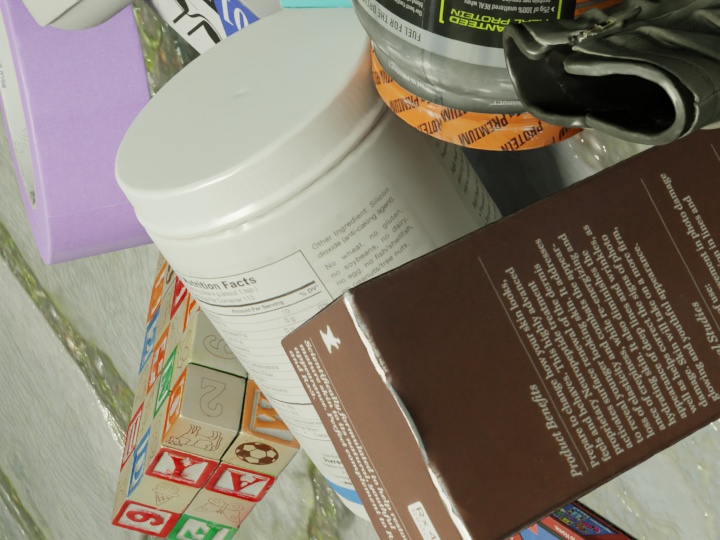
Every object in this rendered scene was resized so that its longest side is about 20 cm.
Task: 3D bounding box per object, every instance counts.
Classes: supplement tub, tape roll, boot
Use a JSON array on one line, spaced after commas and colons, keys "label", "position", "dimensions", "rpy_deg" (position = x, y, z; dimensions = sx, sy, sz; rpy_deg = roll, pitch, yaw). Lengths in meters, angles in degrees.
[{"label": "supplement tub", "position": [0.057, -0.150, 0.813], "dimensions": [0.123, 0.122, 0.201], "rpy_deg": [44, 144, 35]}, {"label": "tape roll", "position": [-0.161, -0.107, 1.221], "dimensions": [0.200, 0.065, 0.201], "rpy_deg": [168, 90, -77]}, {"label": "supplement tub", "position": [0.000, 0.000, 0.960], "dimensions": [0.132, 0.132, 0.200], "rpy_deg": [15, 144, 56]}, {"label": "boot", "position": [0.144, -0.067, 0.716], "dimensions": [0.200, 0.130, 0.068], "rpy_deg": [13, 123, 56]}]

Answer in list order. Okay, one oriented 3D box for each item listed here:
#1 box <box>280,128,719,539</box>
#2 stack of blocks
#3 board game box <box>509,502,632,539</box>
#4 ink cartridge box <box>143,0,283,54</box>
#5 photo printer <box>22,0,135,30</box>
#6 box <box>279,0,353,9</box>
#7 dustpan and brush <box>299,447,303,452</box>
[{"label": "box", "position": [0.083, 0.022, 0.815], "dimensions": [0.101, 0.199, 0.075], "rpy_deg": [64, 152, 4]}, {"label": "stack of blocks", "position": [-0.065, 0.020, 1.100], "dimensions": [0.115, 0.058, 0.201], "rpy_deg": [125, 157, -51]}, {"label": "board game box", "position": [0.133, 0.177, 1.041], "dimensions": [0.200, 0.019, 0.103], "rpy_deg": [31, 137, 48]}, {"label": "ink cartridge box", "position": [-0.052, -0.127, 1.077], "dimensions": [0.200, 0.044, 0.094], "rpy_deg": [43, 163, 36]}, {"label": "photo printer", "position": [-0.116, -0.207, 0.984], "dimensions": [0.200, 0.069, 0.167], "rpy_deg": [-18, 97, 61]}, {"label": "box", "position": [-0.010, -0.213, 0.907], "dimensions": [0.049, 0.082, 0.201], "rpy_deg": [5, 113, 42]}, {"label": "dustpan and brush", "position": [-0.018, 0.050, 1.160], "dimensions": [0.140, 0.057, 0.200], "rpy_deg": [54, 149, 23]}]
